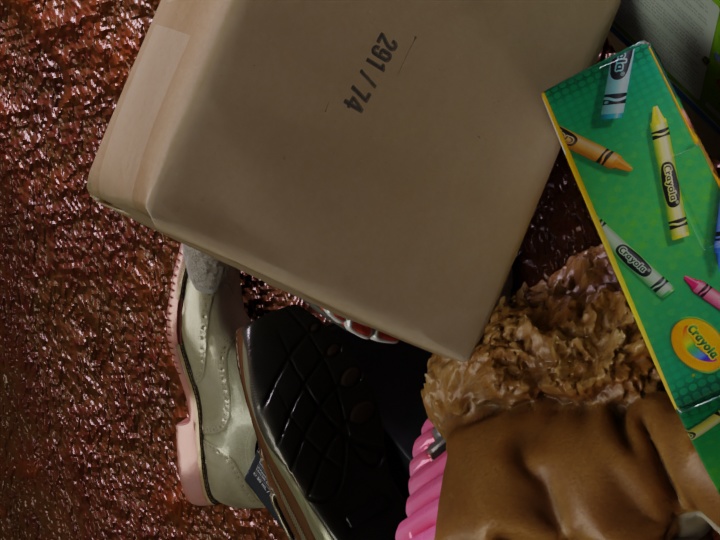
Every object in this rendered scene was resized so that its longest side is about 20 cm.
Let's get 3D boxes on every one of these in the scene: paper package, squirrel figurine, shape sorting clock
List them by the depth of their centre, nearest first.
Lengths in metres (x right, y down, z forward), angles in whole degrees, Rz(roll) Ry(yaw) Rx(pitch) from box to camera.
[{"bbox_3d":[0.164,-0.126,1.084,0.200,0.039,0.200,47,161,22],"label":"shape sorting clock"},{"bbox_3d":[-0.002,-0.086,1.106,0.201,0.190,0.103,-67,24,-2],"label":"paper package"},{"bbox_3d":[0.133,0.078,1.158,0.186,0.141,0.201,-27,73,32],"label":"squirrel figurine"}]

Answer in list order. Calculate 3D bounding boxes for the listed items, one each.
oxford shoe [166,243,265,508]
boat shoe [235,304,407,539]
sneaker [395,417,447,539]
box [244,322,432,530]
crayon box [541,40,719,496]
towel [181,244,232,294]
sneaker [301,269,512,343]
[{"bbox_3d":[-0.076,0.057,1.507,0.073,0.071,0.201,6,114,23],"label":"oxford shoe"},{"bbox_3d":[-0.022,0.121,1.322,0.074,0.075,0.201,-31,81,55],"label":"boat shoe"},{"bbox_3d":[0.074,0.131,1.268,0.095,0.201,0.079,34,140,-16],"label":"sneaker"},{"bbox_3d":[0.034,0.139,1.382,0.200,0.079,0.142,50,141,24],"label":"box"},{"bbox_3d":[0.150,0.010,1.047,0.119,0.058,0.201,56,-168,-47],"label":"crayon box"},{"bbox_3d":[-0.091,-0.105,1.346,0.133,0.034,0.201,88,180,-58],"label":"towel"},{"bbox_3d":[0.000,0.000,1.252,0.081,0.200,0.078,8,82,36],"label":"sneaker"}]
